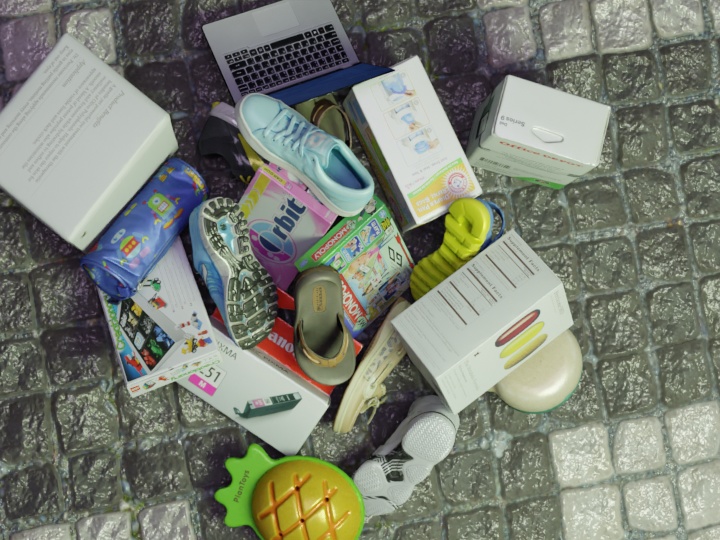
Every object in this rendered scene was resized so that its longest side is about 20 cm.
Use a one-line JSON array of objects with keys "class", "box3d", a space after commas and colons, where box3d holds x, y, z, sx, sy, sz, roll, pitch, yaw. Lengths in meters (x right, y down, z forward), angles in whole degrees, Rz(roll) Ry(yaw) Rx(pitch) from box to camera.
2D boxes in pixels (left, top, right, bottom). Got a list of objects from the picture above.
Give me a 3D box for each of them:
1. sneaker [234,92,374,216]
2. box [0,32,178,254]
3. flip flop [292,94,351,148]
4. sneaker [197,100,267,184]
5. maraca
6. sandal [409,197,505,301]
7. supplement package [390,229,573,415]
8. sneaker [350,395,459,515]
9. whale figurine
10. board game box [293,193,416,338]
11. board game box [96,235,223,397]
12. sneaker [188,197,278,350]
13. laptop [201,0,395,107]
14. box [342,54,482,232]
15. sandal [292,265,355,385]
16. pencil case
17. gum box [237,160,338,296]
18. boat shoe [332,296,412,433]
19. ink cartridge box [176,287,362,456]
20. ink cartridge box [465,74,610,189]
[{"class": "sneaker", "box3d": [-0.059, -0.151, 1.502, 0.199, 0.082, 0.074, 37, 63, -9]}, {"class": "box", "box3d": [-0.357, -0.152, 1.594, 0.171, 0.200, 0.200, 38, 83, 0]}, {"class": "flip flop", "box3d": [-0.042, -0.183, 1.653, 0.080, 0.058, 0.202, 23, 39, -28]}, {"class": "sneaker", "box3d": [-0.129, -0.145, 1.686, 0.199, 0.074, 0.085, 32, 90, 6]}, {"class": "maraca", "box3d": [-0.091, 0.304, 1.636, 0.198, 0.107, 0.139, 20, 93, 2]}, {"class": "sandal", "box3d": [0.134, -0.020, 1.660, 0.080, 0.201, 0.087, 46, 40, 18]}, {"class": "supplement package", "box3d": [0.157, 0.066, 1.603, 0.199, 0.114, 0.110, -37, 56, -4]}, {"class": "sneaker", "box3d": [0.064, 0.242, 1.673, 0.075, 0.115, 0.200, 43, 118, -1]}, {"class": "whale figurine", "box3d": [0.209, 0.105, 1.696, 0.159, 0.104, 0.200, -44, 67, -7]}, {"class": "board game box", "box3d": [0.000, 0.000, 1.626, 0.134, 0.200, 0.029, -43, 60, -7]}, {"class": "board game box", "box3d": [-0.266, 0.053, 1.625, 0.125, 0.035, 0.202, -20, 58, -6]}, {"class": "sneaker", "box3d": [-0.168, 0.003, 1.610, 0.078, 0.090, 0.203, -22, 103, -31]}, {"class": "laptop", "box3d": [-0.085, -0.290, 1.639, 0.185, 0.116, 0.202, -20, 75, -16]}, {"class": "box", "box3d": [0.067, -0.165, 1.679, 0.100, 0.112, 0.202, -26, 89, -9]}, {"class": "sandal", "box3d": [-0.042, 0.080, 1.566, 0.081, 0.202, 0.055, -12, 44, -12]}, {"class": "pencil case", "box3d": [-0.274, -0.051, 1.623, 0.086, 0.078, 0.201, 32, 65, 8]}, {"class": "gum box", "box3d": [-0.101, -0.065, 1.611, 0.113, 0.200, 0.066, 35, 50, -3]}, {"class": "boat shoe", "box3d": [0.027, 0.134, 1.675, 0.062, 0.073, 0.202, 30, 83, 0]}, {"class": "ink cartridge box", "box3d": [-0.123, 0.121, 1.653, 0.199, 0.044, 0.175, 34, 103, -2]}, {"class": "ink cartridge box", "box3d": [0.229, -0.177, 1.651, 0.144, 0.200, 0.085, 16, 84, -5]}]
